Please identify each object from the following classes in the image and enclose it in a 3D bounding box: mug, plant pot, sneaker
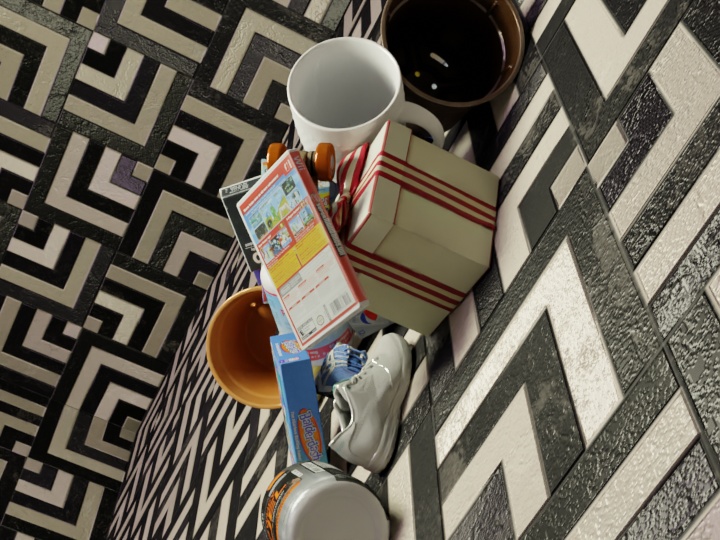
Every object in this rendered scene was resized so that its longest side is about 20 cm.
[{"bbox_3d":[0.013,-0.189,1.511,0.176,0.198,0.149,77,-153,-61],"label":"mug"},{"bbox_3d":[0.105,-0.288,1.617,0.198,0.198,0.202,129,162,-72],"label":"plant pot"},{"bbox_3d":[-0.023,0.142,1.595,0.200,0.075,0.078,-173,102,-75],"label":"sneaker"},{"bbox_3d":[-0.145,0.117,1.924,0.202,0.199,0.140,-64,-3,9],"label":"plant pot"},{"bbox_3d":[0.008,0.149,1.432,0.075,0.088,0.201,125,163,-44],"label":"sneaker"}]

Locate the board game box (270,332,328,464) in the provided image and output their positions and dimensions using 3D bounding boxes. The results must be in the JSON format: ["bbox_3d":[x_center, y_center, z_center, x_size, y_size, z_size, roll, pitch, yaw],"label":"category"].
[{"bbox_3d":[-0.081,0.200,1.575,0.152,0.044,0.202,-132,33,-75],"label":"board game box"}]

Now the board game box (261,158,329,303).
[{"bbox_3d":[-0.103,-0.061,1.794,0.103,0.104,0.202,-102,12,-60],"label":"board game box"}]

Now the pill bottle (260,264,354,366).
[{"bbox_3d":[-0.083,0.032,1.684,0.109,0.107,0.202,-86,-18,-56],"label":"pill bottle"}]

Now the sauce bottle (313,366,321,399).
[{"bbox_3d":[-0.058,0.120,1.810,0.201,0.064,0.065,-63,13,8],"label":"sauce bottle"}]

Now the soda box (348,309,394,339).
[{"bbox_3d":[0.000,0.000,1.648,0.063,0.068,0.201,-27,38,12],"label":"soda box"}]

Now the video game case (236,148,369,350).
[{"bbox_3d":[-0.071,-0.022,1.356,0.143,0.017,0.202,-38,74,50],"label":"video game case"}]

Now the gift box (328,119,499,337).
[{"bbox_3d":[0.041,-0.039,1.409,0.200,0.185,0.186,-54,18,41],"label":"gift box"}]

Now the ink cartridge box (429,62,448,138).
[{"bbox_3d":[0.137,-0.307,1.822,0.119,0.042,0.202,-133,66,-77],"label":"ink cartridge box"}]

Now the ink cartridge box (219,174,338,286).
[{"bbox_3d":[-0.105,-0.073,1.875,0.044,0.196,0.201,-106,-4,-57],"label":"ink cartridge box"}]

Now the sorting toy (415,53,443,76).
[{"bbox_3d":[0.024,-0.304,1.840,0.200,0.183,0.037,147,116,-75],"label":"sorting toy"}]

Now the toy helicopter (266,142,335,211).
[{"bbox_3d":[-0.064,-0.072,1.461,0.200,0.078,0.134,60,-149,-72],"label":"toy helicopter"}]

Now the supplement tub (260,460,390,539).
[{"bbox_3d":[-0.047,0.288,1.335,0.124,0.122,0.200,-68,12,-9],"label":"supplement tub"}]
